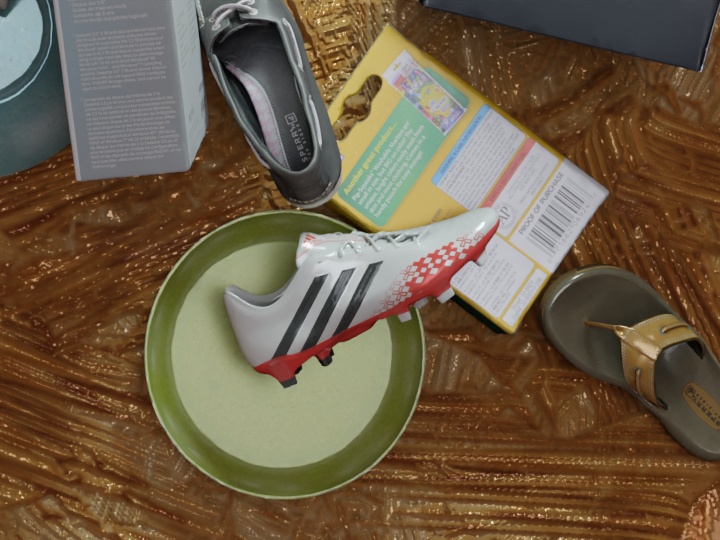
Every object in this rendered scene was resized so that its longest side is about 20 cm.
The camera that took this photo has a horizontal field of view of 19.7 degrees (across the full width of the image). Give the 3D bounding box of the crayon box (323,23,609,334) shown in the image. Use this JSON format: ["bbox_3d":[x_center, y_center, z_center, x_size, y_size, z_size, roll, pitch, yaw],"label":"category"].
[{"bbox_3d":[0.059,-0.063,1.471,0.199,0.052,0.126,37,84,-8],"label":"crayon box"}]

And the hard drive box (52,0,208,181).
[{"bbox_3d":[-0.151,-0.174,1.351,0.076,0.156,0.202,-5,104,1],"label":"hard drive box"}]

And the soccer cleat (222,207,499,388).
[{"bbox_3d":[0.000,0.000,1.408,0.199,0.069,0.086,-31,100,6],"label":"soccer cleat"}]

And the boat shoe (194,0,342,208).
[{"bbox_3d":[-0.066,-0.138,1.417,0.066,0.057,0.201,-26,73,2],"label":"boat shoe"}]

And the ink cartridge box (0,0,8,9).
[{"bbox_3d":[-0.240,-0.293,1.354,0.082,0.146,0.202,15,72,-9],"label":"ink cartridge box"}]

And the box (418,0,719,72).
[{"bbox_3d":[0.137,-0.205,1.437,0.198,0.141,0.080,12,102,-9],"label":"box"}]

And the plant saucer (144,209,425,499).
[{"bbox_3d":[-0.054,0.059,1.459,0.198,0.031,0.202,0,89,-11],"label":"plant saucer"}]

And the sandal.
[{"bbox_3d":[0.213,0.067,1.480,0.200,0.054,0.081,41,84,-18],"label":"sandal"}]

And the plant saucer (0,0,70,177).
[{"bbox_3d":[-0.265,-0.165,1.423,0.199,0.039,0.203,0,88,-10],"label":"plant saucer"}]
